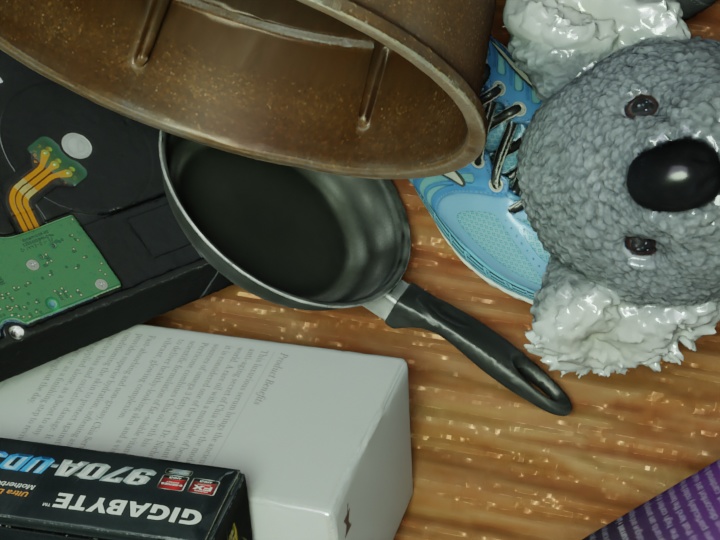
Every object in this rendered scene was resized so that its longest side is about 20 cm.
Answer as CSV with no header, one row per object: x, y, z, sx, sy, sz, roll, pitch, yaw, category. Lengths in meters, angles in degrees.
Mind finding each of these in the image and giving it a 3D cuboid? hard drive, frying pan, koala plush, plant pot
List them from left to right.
-0.141,-0.031,0.904,0.140,0.199,0.038,52,137,15,hard drive
-0.024,-0.162,0.806,0.199,0.200,0.200,14,77,16,plant pot
0.000,-0.013,0.927,0.189,0.115,0.031,26,131,-19,frying pan
0.147,-0.036,0.812,0.198,0.184,0.179,-7,96,19,koala plush

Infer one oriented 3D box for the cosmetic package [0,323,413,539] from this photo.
-0.088,0.077,0.899,0.198,0.102,0.072,7,124,16,cosmetic package

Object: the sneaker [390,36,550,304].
0.036,-0.058,0.903,0.200,0.090,0.079,41,93,16,sneaker

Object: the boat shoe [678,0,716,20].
0.087,-0.184,0.929,0.200,0.070,0.066,50,120,12,boat shoe

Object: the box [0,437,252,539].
-0.114,0.154,0.869,0.158,0.046,0.201,7,126,15,box

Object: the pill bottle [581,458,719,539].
0.135,0.131,0.836,0.199,0.111,0.112,-31,75,7,pill bottle
